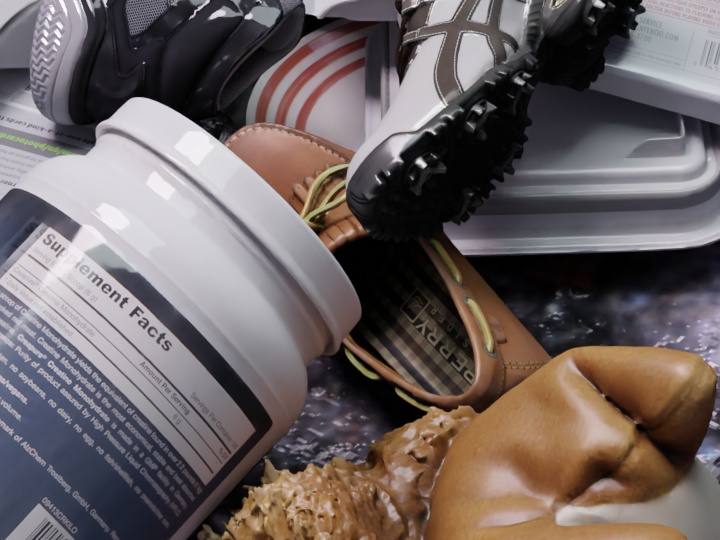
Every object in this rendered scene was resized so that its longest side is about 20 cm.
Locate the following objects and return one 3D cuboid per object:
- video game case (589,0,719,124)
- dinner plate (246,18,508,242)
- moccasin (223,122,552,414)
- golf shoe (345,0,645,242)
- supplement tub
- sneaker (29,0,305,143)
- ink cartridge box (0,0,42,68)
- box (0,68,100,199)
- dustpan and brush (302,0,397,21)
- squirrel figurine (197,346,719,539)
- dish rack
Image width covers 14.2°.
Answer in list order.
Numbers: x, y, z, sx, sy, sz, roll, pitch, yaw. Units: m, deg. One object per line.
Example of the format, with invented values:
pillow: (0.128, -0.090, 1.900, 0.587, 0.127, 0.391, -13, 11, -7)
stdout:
video game case: (0.144, -0.154, 1.325, 0.199, 0.023, 0.182, 16, 60, 5)
dinner plate: (0.045, -0.068, 1.378, 0.199, 0.024, 0.201, -2, 37, 1)
moccasin: (-0.001, 0.001, 1.229, 0.074, 0.078, 0.202, -45, 54, 10)
golf shoe: (0.038, -0.090, 1.229, 0.094, 0.078, 0.200, 31, 51, 17)
supplement tub: (-0.110, 0.048, 1.088, 0.140, 0.141, 0.200, 33, 74, 37)
sneaker: (-0.073, -0.153, 1.320, 0.113, 0.201, 0.075, 16, 2, 10)
ink cartridge box: (-0.222, -0.133, 1.382, 0.162, 0.057, 0.200, 17, 9, 28)
box: (-0.203, -0.028, 1.324, 0.155, 0.041, 0.200, 14, 39, 21)
dustpan and brush: (0.074, -0.172, 1.373, 0.199, 0.057, 0.140, 4, 39, -4)
squirrel figurine: (0.040, 0.132, 1.053, 0.199, 0.142, 0.187, 9, 47, 37)
dish rack: (0.085, -0.083, 1.343, 0.171, 0.044, 0.200, -2, 37, 2)
